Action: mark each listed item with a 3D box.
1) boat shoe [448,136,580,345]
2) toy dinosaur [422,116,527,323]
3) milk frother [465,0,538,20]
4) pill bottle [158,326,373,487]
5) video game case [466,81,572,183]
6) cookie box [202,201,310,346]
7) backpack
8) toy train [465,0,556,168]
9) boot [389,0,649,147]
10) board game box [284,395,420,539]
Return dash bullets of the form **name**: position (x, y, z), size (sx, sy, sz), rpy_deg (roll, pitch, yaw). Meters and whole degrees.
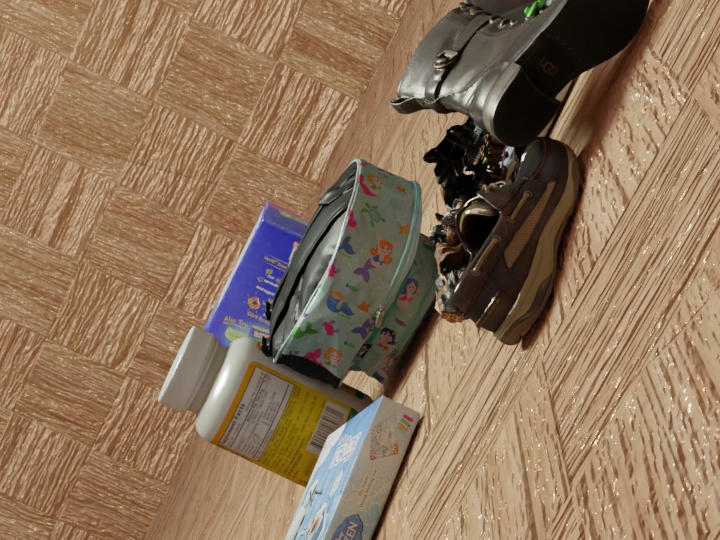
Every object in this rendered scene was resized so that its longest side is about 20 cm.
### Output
- **boat shoe**: position (0.112, -0.037, 1.212), size (0.075, 0.073, 0.201), rpy_deg (-58, 10, 43)
- **toy dinosaur**: position (0.095, -0.060, 1.367), size (0.136, 0.101, 0.202), rpy_deg (96, 168, -60)
- **milk frother**: position (0.135, -0.360, 1.677), size (0.181, 0.199, 0.188), rpy_deg (-59, 8, 13)
- **pill bottle**: position (-0.096, 0.136, 1.635), size (0.113, 0.199, 0.113), rpy_deg (-62, 7, 14)
- **video game case**: position (0.132, -0.106, 1.518), size (0.183, 0.023, 0.200), rpy_deg (-64, 7, 5)
- **cookie box**: position (-0.084, 0.043, 2.012), size (0.201, 0.170, 0.075), rpy_deg (-61, 11, 20)
- **backpack**: position (0.000, 0.000, 1.603), size (0.178, 0.149, 0.201), rpy_deg (-85, 15, -64)
- **toy train**: position (0.142, -0.180, 1.460), size (0.201, 0.042, 0.056), rpy_deg (-62, -3, 20)
- **boot**: position (0.120, -0.191, 1.311), size (0.200, 0.069, 0.174), rpy_deg (-47, 32, -4)
- **board game box**: position (-0.026, 0.225, 1.448), size (0.200, 0.043, 0.200), rpy_deg (-66, 7, -21)
